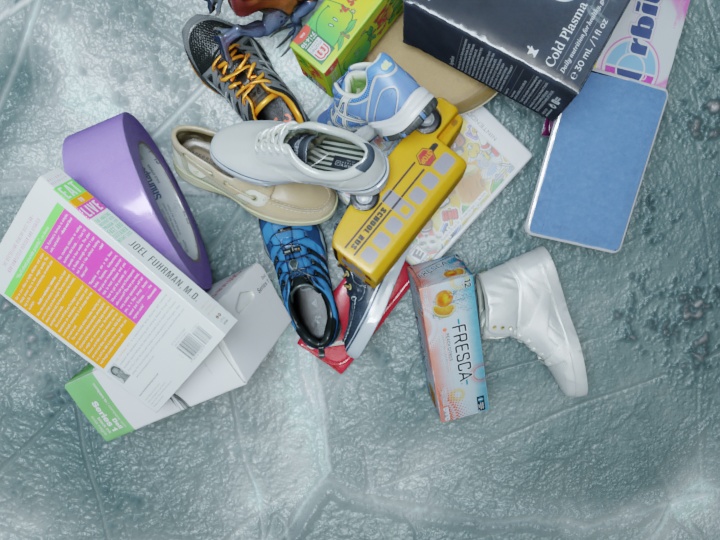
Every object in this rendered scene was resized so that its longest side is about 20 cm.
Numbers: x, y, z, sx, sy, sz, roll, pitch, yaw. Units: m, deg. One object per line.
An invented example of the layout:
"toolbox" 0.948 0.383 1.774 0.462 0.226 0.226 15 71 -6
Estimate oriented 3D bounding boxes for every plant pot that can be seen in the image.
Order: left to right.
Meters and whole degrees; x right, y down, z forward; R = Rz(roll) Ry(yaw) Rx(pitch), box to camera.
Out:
"plant pot" 0.087 -0.273 0.771 0.198 0.027 0.202 0 90 2

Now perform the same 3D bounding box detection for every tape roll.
"tape roll" -0.228 -0.059 0.700 0.065 0.200 0.201 -23 103 -3

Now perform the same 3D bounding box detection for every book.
"book" -0.223 0.023 0.596 0.200 0.048 0.134 42 122 -6

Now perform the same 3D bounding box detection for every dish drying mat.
"dish drying mat" 0.008 0.033 0.844 0.077 0.018 0.200 37 94 -12

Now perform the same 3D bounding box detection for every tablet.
"tablet" 0.276 -0.128 0.784 0.129 0.014 0.201 11 102 -11

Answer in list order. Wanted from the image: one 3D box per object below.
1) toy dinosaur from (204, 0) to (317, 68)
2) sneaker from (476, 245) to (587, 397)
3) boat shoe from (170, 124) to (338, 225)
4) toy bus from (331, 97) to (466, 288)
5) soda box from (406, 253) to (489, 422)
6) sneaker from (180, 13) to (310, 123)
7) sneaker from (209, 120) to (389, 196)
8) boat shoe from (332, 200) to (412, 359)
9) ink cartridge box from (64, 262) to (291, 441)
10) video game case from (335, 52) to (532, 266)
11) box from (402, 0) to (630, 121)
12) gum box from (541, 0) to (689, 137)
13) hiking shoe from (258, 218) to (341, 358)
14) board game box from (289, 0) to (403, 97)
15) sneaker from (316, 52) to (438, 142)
"toy dinosaur" -0.069 -0.277 0.693 0.181 0.200 0.106 -26 119 -16
"sneaker" 0.212 0.082 0.859 0.115 0.074 0.201 -20 93 -2
"boat shoe" -0.119 -0.109 0.752 0.199 0.065 0.073 22 67 1
"toy bus" 0.047 -0.085 0.714 0.078 0.065 0.200 37 81 8
"soda box" 0.109 0.085 0.823 0.068 0.064 0.201 -14 117 -5
"sneaker" -0.121 -0.207 0.750 0.078 0.077 0.200 -44 102 4
"sneaker" -0.068 -0.125 0.673 0.199 0.071 0.074 9 75 17
"boat shoe" 0.000 0.000 0.790 0.090 0.071 0.201 23 101 4
"ink cartridge box" -0.192 0.086 0.727 0.199 0.146 0.085 -24 105 23
"video game case" 0.077 -0.127 0.809 0.182 0.023 0.200 42 93 -6
"box" 0.174 -0.298 0.693 0.196 0.124 0.201 29 91 5
"gum box" 0.306 -0.249 0.803 0.113 0.066 0.201 10 101 -10
"hiking shoe" -0.066 -0.001 0.786 0.074 0.087 0.201 -22 94 -3
"board game box" 0.011 -0.288 0.710 0.048 0.102 0.200 39 92 2
"sneaker" 0.003 -0.182 0.714 0.077 0.200 0.076 47 69 -22
